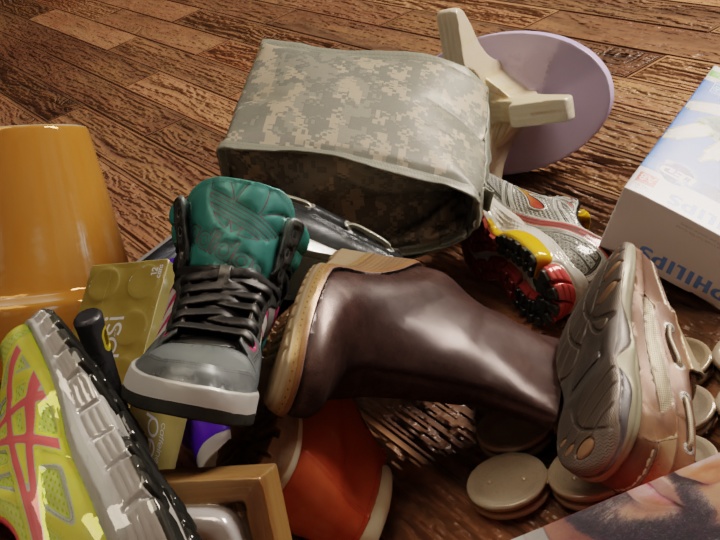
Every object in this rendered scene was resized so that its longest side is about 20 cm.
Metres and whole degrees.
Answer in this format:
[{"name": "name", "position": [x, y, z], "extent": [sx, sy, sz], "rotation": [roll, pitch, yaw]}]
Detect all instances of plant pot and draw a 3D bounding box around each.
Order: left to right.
[{"name": "plant pot", "position": [-0.269, -0.017, 0.905], "extent": [0.198, 0.186, 0.200], "rotation": [-4, 4, 0]}]

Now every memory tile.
[{"name": "memory tile", "position": [0.168, 0.092, 0.702], "extent": [0.198, 0.017, 0.154], "rotation": [-9, 28, 18]}]

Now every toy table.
[{"name": "toy table", "position": [0.112, -0.141, 1.009], "extent": [0.198, 0.186, 0.117], "rotation": [-17, 8, 28]}]

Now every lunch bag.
[{"name": "lunch bag", "position": [0.004, -0.089, 0.882], "extent": [0.198, 0.118, 0.165], "rotation": [5, 40, 5]}]

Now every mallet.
[{"name": "mallet", "position": [-0.125, 0.111, 0.646], "extent": [0.041, 0.202, 0.066], "rotation": [-7, 17, 7]}]

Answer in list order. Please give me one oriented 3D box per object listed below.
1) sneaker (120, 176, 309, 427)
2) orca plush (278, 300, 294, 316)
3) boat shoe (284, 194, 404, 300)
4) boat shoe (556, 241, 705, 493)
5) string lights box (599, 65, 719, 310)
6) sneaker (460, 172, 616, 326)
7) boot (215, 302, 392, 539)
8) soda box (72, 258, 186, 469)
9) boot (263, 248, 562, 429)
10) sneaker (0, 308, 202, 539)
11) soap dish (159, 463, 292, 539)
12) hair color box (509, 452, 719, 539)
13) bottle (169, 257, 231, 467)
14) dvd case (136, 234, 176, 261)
[{"name": "sneaker", "position": [-0.074, 0.011, 0.624], "extent": [0.083, 0.122, 0.200], "rotation": [11, 4, -5]}, {"name": "orca plush", "position": [-0.016, -0.002, 0.962], "extent": [0.200, 0.071, 0.105], "rotation": [-37, -12, -40]}, {"name": "boat shoe", "position": [0.000, 0.000, 0.809], "extent": [0.076, 0.199, 0.061], "rotation": [-50, 19, 42]}, {"name": "boat shoe", "position": [0.162, 0.059, 0.678], "extent": [0.071, 0.076, 0.201], "rotation": [28, 39, -6]}, {"name": "string lights box", "position": [0.265, -0.065, 0.846], "extent": [0.102, 0.059, 0.200], "rotation": [29, 46, 15]}, {"name": "sneaker", "position": [0.132, -0.025, 0.889], "extent": [0.081, 0.079, 0.200], "rotation": [-17, 34, -15]}, {"name": "boot", "position": [-0.030, 0.098, 0.727], "extent": [0.075, 0.107, 0.201], "rotation": [-45, 21, 23]}, {"name": "soda box", "position": [-0.157, 0.096, 0.738], "extent": [0.067, 0.064, 0.202], "rotation": [-4, 60, 26]}, {"name": "boot", "position": [0.041, 0.051, 0.673], "extent": [0.165, 0.073, 0.200], "rotation": [23, 24, 4]}, {"name": "sneaker", "position": [-0.139, 0.089, 0.502], "extent": [0.090, 0.079, 0.200], "rotation": [-35, 35, -8]}, {"name": "soap dish", "position": [-0.117, 0.175, 0.580], "extent": [0.198, 0.159, 0.081], "rotation": [-7, 12, 20]}, {"name": "hair color box", "position": [0.156, 0.155, 0.541], "extent": [0.198, 0.064, 0.111], "rotation": [-20, 27, -7]}, {"name": "bottle", "position": [-0.109, 0.073, 0.824], "extent": [0.065, 0.083, 0.201], "rotation": [-44, 38, 14]}, {"name": "dvd case", "position": [-0.125, -0.017, 1.068], "extent": [0.149, 0.025, 0.200], "rotation": [7, 37, 38]}]
